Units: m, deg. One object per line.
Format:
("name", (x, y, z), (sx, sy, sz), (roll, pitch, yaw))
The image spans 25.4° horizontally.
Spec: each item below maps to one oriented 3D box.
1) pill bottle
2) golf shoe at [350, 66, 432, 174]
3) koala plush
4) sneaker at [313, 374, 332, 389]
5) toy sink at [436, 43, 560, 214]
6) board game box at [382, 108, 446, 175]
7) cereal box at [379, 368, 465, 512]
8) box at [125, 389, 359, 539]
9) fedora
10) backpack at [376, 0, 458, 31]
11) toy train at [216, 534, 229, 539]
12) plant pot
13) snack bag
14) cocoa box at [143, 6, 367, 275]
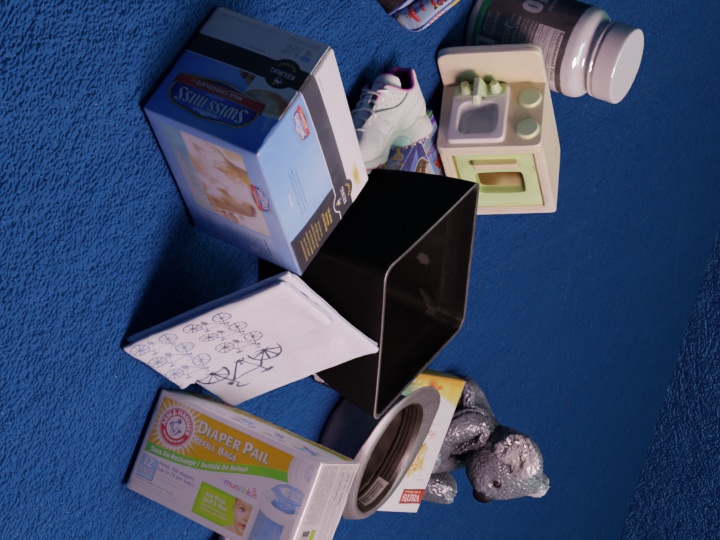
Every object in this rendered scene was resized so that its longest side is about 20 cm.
("pill bottle", (0.239, -0.281, 1.967), (0.113, 0.199, 0.114), (-47, 149, -39))
("golf shoe", (0.009, -0.164, 1.759), (0.200, 0.075, 0.092), (-38, 128, -52))
("koala plush", (0.181, 0.262, 2.315), (0.185, 0.199, 0.178), (-60, 155, -18))
("sneaker", (-0.023, 0.097, 1.902), (0.087, 0.074, 0.200), (-69, 157, -12))
("toy sink", (0.167, -0.166, 1.947), (0.201, 0.129, 0.113), (71, 23, -53))
("board game box", (0.041, -0.082, 1.922), (0.201, 0.034, 0.136), (-61, 156, -17))
("cereal box", (0.056, 0.230, 2.177), (0.143, 0.039, 0.202), (11, 100, -48))
("box", (-0.120, 0.208, 1.626), (0.101, 0.199, 0.113), (17, 93, -67))
("fedora", (0.010, 0.216, 2.048), (0.177, 0.090, 0.201), (6, 111, -64))
("backpack", (0.093, -0.360, 1.617), (0.182, 0.135, 0.200), (-35, -170, 42))
("toy train", (-0.131, 0.335, 1.904), (0.200, 0.055, 0.151), (-48, 151, -31))
("plant pot", (0.000, 0.000, 1.731), (0.200, 0.176, 0.201), (-42, 146, -44))
("snack bag", (-0.104, 0.076, 1.573), (0.200, 0.187, 0.022), (41, 31, -54))
("cocoa box", (-0.092, -0.117, 1.484), (0.132, 0.133, 0.201), (-56, 154, -23))
